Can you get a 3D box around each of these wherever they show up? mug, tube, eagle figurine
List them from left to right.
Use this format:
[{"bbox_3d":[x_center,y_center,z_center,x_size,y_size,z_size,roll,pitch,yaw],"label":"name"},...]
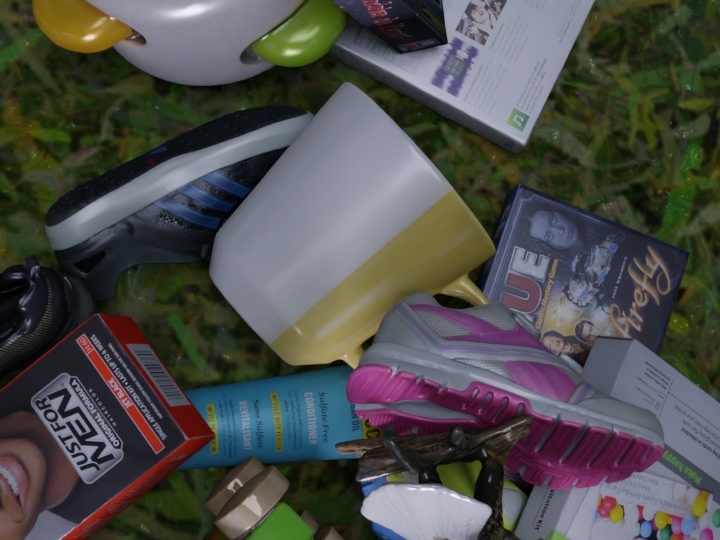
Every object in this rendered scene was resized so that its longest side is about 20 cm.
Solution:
[{"bbox_3d":[-0.039,0.100,0.890,0.199,0.050,0.078,-5,93,-14],"label":"tube"},{"bbox_3d":[-0.006,-0.007,0.850,0.153,0.149,0.187,-41,59,-1],"label":"mug"},{"bbox_3d":[0.069,0.186,0.731,0.151,0.152,0.201,-5,83,-20],"label":"eagle figurine"}]

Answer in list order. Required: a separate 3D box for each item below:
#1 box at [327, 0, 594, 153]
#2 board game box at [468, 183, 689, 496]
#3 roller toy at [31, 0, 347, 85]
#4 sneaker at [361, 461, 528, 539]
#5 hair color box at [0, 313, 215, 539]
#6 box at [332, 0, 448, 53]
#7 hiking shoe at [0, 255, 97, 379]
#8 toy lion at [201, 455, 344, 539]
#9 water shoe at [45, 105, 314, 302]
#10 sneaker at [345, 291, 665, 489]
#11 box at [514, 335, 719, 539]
[{"bbox_3d":[0.059,-0.194,0.945,0.200,0.036,0.145,28,80,-4],"label":"box"},{"bbox_3d":[0.137,0.057,0.912,0.135,0.035,0.200,21,77,-6],"label":"board game box"},{"bbox_3d":[-0.112,-0.227,0.858,0.199,0.140,0.183,-3,75,6],"label":"roller toy"},{"bbox_3d":[0.073,0.178,0.883,0.200,0.105,0.076,52,60,-27],"label":"sneaker"},{"bbox_3d":[-0.203,0.127,0.823,0.200,0.061,0.102,-39,80,6],"label":"hair color box"},{"bbox_3d":[0.004,-0.229,0.826,0.038,0.200,0.137,-8,82,18],"label":"box"},{"bbox_3d":[-0.269,0.054,0.821,0.200,0.101,0.076,-37,64,0],"label":"hiking shoe"},{"bbox_3d":[-0.108,0.203,0.784,0.192,0.200,0.069,-44,92,-11],"label":"toy lion"},{"bbox_3d":[-0.115,-0.048,0.897,0.200,0.071,0.079,-25,114,-11],"label":"water shoe"},{"bbox_3d":[0.095,0.065,0.788,0.200,0.081,0.088,22,52,-11],"label":"sneaker"},{"bbox_3d":[0.181,0.167,0.867,0.156,0.041,0.200,35,73,-28],"label":"box"}]
